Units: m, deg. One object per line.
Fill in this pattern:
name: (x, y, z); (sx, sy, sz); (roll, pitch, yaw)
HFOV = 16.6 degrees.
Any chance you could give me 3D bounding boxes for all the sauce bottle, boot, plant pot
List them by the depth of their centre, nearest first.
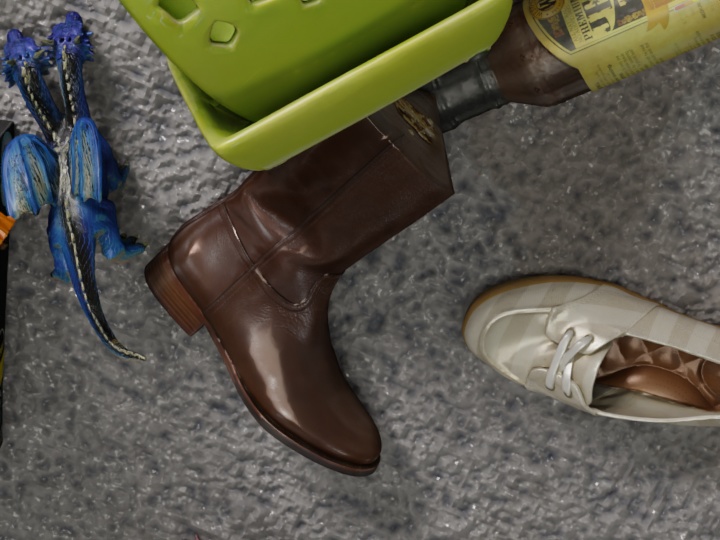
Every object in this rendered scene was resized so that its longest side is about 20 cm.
plant pot: (-0.040, -0.177, 1.261); (0.198, 0.200, 0.182); (-29, 114, -2)
sauce bottle: (0.123, -0.129, 1.349); (0.199, 0.065, 0.065); (-24, 106, 11)
boot: (0.000, 0.000, 1.379); (0.186, 0.064, 0.200); (43, 118, -9)

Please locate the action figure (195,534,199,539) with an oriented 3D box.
action figure: (-0.073, 0.247, 1.448); (0.133, 0.201, 0.149); (-26, 148, 20)

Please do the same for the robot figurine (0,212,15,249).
robot figurine: (-0.277, 0.021, 1.262); (0.145, 0.058, 0.200); (39, 105, -8)

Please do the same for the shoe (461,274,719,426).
shoe: (0.157, 0.050, 1.414); (0.199, 0.053, 0.070); (11, 109, -1)

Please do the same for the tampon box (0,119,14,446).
tampon box: (-0.269, 0.023, 1.372); (0.125, 0.150, 0.201); (5, 109, 2)

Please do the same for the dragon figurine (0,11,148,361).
dragon figurine: (-0.161, -0.046, 1.352); (0.058, 0.201, 0.100); (-13, 146, 9)
